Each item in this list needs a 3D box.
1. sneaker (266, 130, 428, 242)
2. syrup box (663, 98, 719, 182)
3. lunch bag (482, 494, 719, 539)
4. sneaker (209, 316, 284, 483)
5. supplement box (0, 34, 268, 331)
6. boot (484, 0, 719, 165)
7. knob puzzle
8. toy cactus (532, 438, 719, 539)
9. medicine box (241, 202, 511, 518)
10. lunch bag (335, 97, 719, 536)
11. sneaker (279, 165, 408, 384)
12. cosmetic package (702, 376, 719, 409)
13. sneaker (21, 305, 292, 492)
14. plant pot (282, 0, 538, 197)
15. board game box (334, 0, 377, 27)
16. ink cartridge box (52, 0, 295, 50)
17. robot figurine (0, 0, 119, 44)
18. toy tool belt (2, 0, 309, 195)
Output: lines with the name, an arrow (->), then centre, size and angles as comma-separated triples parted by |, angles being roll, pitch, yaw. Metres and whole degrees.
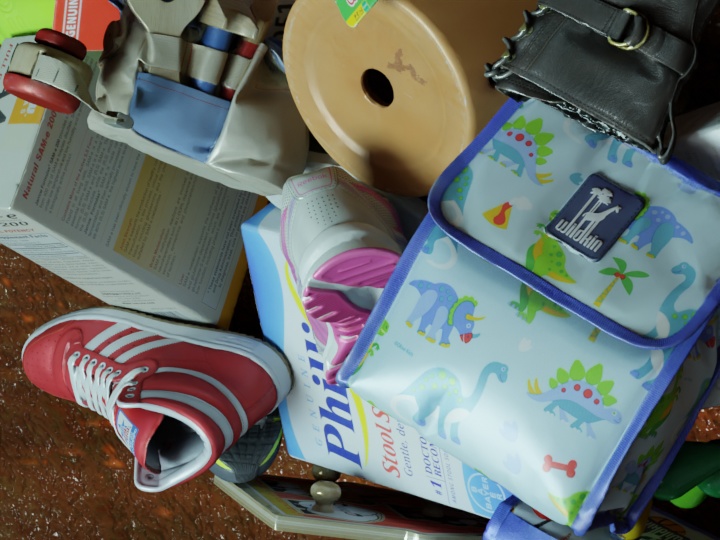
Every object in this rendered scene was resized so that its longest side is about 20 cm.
sneaker -> 0.019, -0.065, 1.674 | 0.200, 0.099, 0.071 | 26, 144, 53
syrup box -> 0.179, -0.041, 1.550 | 0.200, 0.079, 0.082 | -18, 101, 43
lunch bag -> 0.173, 0.211, 1.679 | 0.170, 0.124, 0.200 | 28, 171, 27
sneaker -> -0.096, 0.098, 1.881 | 0.200, 0.074, 0.081 | -117, 24, -62
supplement box -> -0.159, -0.054, 1.775 | 0.073, 0.126, 0.200 | -1, 155, 45
boot -> 0.119, -0.170, 1.460 | 0.200, 0.174, 0.069 | 34, -179, 19
knob puzzle -> 0.020, 0.152, 1.812 | 0.219, 0.220, 0.031 | 11, 94, 39
toy cactus -> 0.212, 0.115, 1.556 | 0.165, 0.200, 0.102 | 136, 135, -61
medicine box -> 0.042, 0.043, 1.744 | 0.200, 0.103, 0.182 | 13, 126, 37
lunch bag -> 0.112, 0.019, 1.481 | 0.170, 0.127, 0.200 | 32, 96, 19
sneaker -> 0.000, 0.000, 1.591 | 0.200, 0.081, 0.088 | 77, 175, -65
cosmetic package -> 0.215, 0.025, 1.565 | 0.200, 0.102, 0.074 | -19, 105, 48
sneaker -> -0.155, 0.083, 1.769 | 0.200, 0.112, 0.071 | 4, 122, 29
plant pot -> 0.049, -0.134, 1.579 | 0.200, 0.140, 0.200 | 26, 134, 30
board game box -> -0.018, -0.238, 1.471 | 0.096, 0.030, 0.200 | -45, 61, 59
ink cartridge box -> -0.088, -0.203, 1.635 | 0.044, 0.173, 0.200 | -116, 28, -45
robot figurine -> -0.164, -0.195, 1.755 | 0.200, 0.116, 0.176 | -6, 121, 44
toy tool belt -> -0.106, -0.129, 1.609 | 0.200, 0.123, 0.125 | 22, 174, -33
